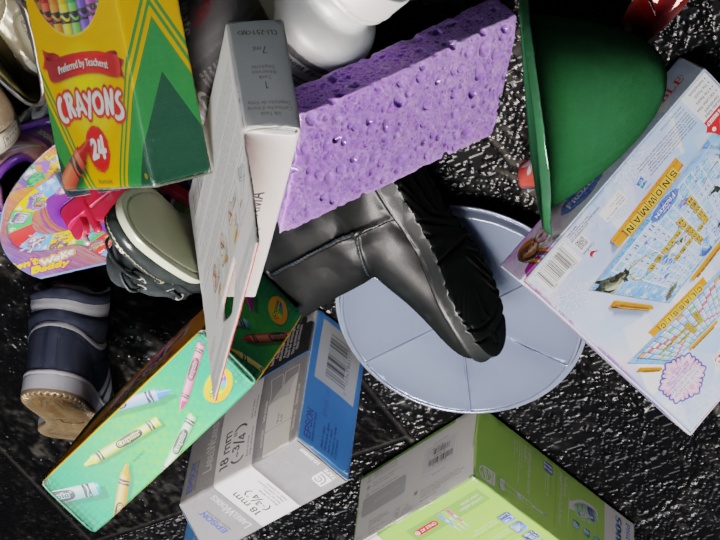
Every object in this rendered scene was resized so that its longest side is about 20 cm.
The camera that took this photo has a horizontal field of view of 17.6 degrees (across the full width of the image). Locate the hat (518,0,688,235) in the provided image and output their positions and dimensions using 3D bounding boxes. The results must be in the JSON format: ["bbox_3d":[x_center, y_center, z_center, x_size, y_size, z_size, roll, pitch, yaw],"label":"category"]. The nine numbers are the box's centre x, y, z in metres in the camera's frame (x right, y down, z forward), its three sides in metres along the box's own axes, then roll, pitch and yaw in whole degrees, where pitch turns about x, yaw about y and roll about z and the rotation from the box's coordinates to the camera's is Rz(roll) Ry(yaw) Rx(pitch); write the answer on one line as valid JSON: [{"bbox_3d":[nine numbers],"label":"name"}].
[{"bbox_3d":[0.201,-0.126,1.582,0.175,0.166,0.200,-7,145,3],"label":"hat"}]

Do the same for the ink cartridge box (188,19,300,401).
[{"bbox_3d":[-0.074,-0.037,1.536,0.043,0.174,0.200,-2,148,-14],"label":"ink cartridge box"}]

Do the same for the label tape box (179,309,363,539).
[{"bbox_3d":[-0.092,0.140,1.877,0.200,0.145,0.063,-32,122,32],"label":"label tape box"}]

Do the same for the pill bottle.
[{"bbox_3d":[-0.060,-0.168,1.604,0.200,0.111,0.111,-33,121,32],"label":"pill bottle"}]

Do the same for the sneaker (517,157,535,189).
[{"bbox_3d":[0.182,-0.018,1.741,0.084,0.075,0.200,-19,118,22],"label":"sneaker"}]

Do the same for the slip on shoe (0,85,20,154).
[{"bbox_3d":[-0.351,-0.110,1.721,0.199,0.076,0.061,-3,128,20],"label":"slip on shoe"}]

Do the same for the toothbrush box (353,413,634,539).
[{"bbox_3d":[0.115,0.226,1.971,0.200,0.086,0.145,38,127,-24],"label":"toothbrush box"}]

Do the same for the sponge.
[{"bbox_3d":[0.021,-0.108,1.615,0.030,0.200,0.112,44,144,29],"label":"sponge"}]

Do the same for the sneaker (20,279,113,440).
[{"bbox_3d":[-0.232,0.074,1.898,0.070,0.109,0.200,2,164,3],"label":"sneaker"}]

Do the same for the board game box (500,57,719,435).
[{"bbox_3d":[0.235,-0.015,1.683,0.200,0.041,0.199,-48,117,0],"label":"board game box"}]

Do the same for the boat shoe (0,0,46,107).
[{"bbox_3d":[-0.265,-0.200,1.634,0.073,0.065,0.200,-21,127,26],"label":"boat shoe"}]

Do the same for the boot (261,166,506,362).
[{"bbox_3d":[0.000,0.001,1.750,0.162,0.073,0.199,-23,105,31],"label":"boot"}]

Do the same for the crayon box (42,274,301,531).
[{"bbox_3d":[-0.141,0.097,1.746,0.058,0.119,0.200,44,118,-6],"label":"crayon box"}]

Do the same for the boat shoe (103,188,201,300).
[{"bbox_3d":[-0.148,-0.012,1.659,0.066,0.199,0.075,-28,83,12],"label":"boat shoe"}]

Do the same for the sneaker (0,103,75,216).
[{"bbox_3d":[-0.278,-0.062,1.753,0.200,0.089,0.081,-21,129,27],"label":"sneaker"}]

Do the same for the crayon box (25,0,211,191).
[{"bbox_3d":[-0.171,-0.156,1.570,0.127,0.051,0.201,0,103,55],"label":"crayon box"}]

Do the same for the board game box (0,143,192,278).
[{"bbox_3d":[-0.166,-0.041,1.718,0.199,0.039,0.158,-13,146,-25],"label":"board game box"}]

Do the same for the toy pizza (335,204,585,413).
[{"bbox_3d":[0.080,0.028,1.818,0.199,0.032,0.201,6,126,8],"label":"toy pizza"}]
